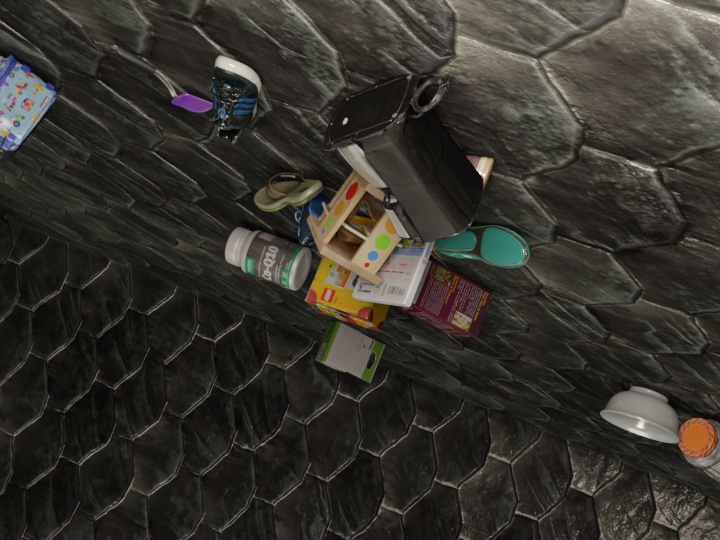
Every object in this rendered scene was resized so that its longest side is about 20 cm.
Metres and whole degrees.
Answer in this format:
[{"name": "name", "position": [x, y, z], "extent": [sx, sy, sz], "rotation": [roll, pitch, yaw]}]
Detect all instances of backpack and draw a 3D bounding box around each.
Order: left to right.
[{"name": "backpack", "position": [-0.721, -0.341, 1.723], "extent": [0.199, 0.184, 0.134], "rotation": [40, 153, -19]}]

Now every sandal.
[{"name": "sandal", "position": [-0.140, -0.160, 1.685], "extent": [0.200, 0.080, 0.058], "rotation": [-3, 130, 53]}]

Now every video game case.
[{"name": "video game case", "position": [0.069, -0.039, 1.491], "extent": [0.018, 0.202, 0.142], "rotation": [31, 165, -35]}]

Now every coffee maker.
[{"name": "coffee maker", "position": [0.077, -0.140, 1.154], "extent": [0.191, 0.135, 0.200], "rotation": [13, 152, 52]}]

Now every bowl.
[{"name": "bowl", "position": [0.701, 0.347, 2.180], "extent": [0.199, 0.091, 0.201], "rotation": [22, 167, 6]}]

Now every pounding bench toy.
[{"name": "pounding bench toy", "position": [0.004, -0.108, 1.488], "extent": [0.123, 0.157, 0.201], "rotation": [29, -162, -27]}]

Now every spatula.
[{"name": "spatula", "position": [-0.333, -0.317, 1.469], "extent": [0.199, 0.021, 0.056], "rotation": [35, 150, -33]}]

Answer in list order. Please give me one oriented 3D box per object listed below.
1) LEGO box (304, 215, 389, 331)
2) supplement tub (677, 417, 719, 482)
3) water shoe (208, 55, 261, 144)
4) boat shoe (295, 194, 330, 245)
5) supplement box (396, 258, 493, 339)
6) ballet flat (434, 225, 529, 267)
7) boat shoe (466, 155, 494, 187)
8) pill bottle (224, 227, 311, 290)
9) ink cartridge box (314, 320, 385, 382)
[{"name": "LEGO box", "position": [0.000, 0.000, 1.760], "extent": [0.147, 0.202, 0.077], "rotation": [16, 165, 28]}, {"name": "supplement tub", "position": [0.881, 0.447, 2.200], "extent": [0.199, 0.124, 0.122], "rotation": [33, 163, -34]}, {"name": "water shoe", "position": [-0.195, -0.255, 1.357], "extent": [0.071, 0.080, 0.200], "rotation": [21, 167, 3]}, {"name": "boat shoe", "position": [-0.092, -0.099, 1.664], "extent": [0.084, 0.069, 0.200], "rotation": [37, -164, 1]}, {"name": "supplement box", "position": [0.171, 0.057, 1.896], "extent": [0.198, 0.112, 0.085], "rotation": [27, 167, -18]}, {"name": "ballet flat", "position": [0.221, -0.047, 1.541], "extent": [0.198, 0.068, 0.070], "rotation": [12, -173, 40]}, {"name": "boat shoe", "position": [0.150, -0.122, 1.329], "extent": [0.064, 0.073, 0.200], "rotation": [27, 163, 4]}, {"name": "pill bottle", "position": [-0.231, -0.033, 2.211], "extent": [0.197, 0.114, 0.113], "rotation": [19, 166, 15]}, {"name": "ink cartridge box", "position": [-0.036, 0.281, 3.031], "extent": [0.198, 0.150, 0.076], "rotation": [28, 166, -21]}]
